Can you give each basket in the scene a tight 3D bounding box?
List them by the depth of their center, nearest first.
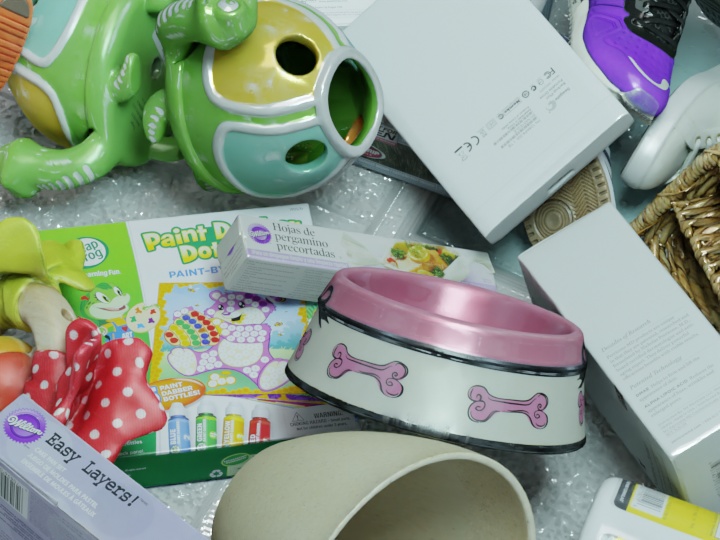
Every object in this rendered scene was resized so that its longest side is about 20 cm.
[{"bbox_3d":[0.288,0.000,1.646,0.148,0.143,0.200,-10,55,-14],"label":"basket"}]

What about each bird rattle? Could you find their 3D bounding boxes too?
[{"bbox_3d":[-0.213,0.064,1.550,0.112,0.163,0.200,7,43,-50],"label":"bird rattle"}]

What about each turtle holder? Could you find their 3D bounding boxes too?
[{"bbox_3d":[-0.064,-0.137,1.648,0.131,0.186,0.141,7,37,33],"label":"turtle holder"},{"bbox_3d":[-0.192,-0.136,1.718,0.131,0.141,0.186,12,91,22],"label":"turtle holder"}]

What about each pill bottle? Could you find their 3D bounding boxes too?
[{"bbox_3d":[0.229,0.214,1.498,0.199,0.112,0.112,20,54,9],"label":"pill bottle"}]

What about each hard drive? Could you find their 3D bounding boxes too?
[{"bbox_3d":[0.083,-0.133,1.685,0.132,0.027,0.200,-41,64,6],"label":"hard drive"}]

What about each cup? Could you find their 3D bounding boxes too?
[{"bbox_3d":[-0.011,0.178,1.468,0.200,0.201,0.143,-33,39,-27],"label":"cup"}]

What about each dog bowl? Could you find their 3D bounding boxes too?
[{"bbox_3d":[0.056,0.054,1.524,0.199,0.200,0.074,13,98,-2],"label":"dog bowl"}]

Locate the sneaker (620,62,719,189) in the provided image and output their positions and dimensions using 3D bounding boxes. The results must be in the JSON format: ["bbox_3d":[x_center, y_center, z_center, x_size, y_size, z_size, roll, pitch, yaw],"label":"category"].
[{"bbox_3d":[0.269,-0.101,1.748,0.085,0.073,0.200,40,45,16],"label":"sneaker"}]

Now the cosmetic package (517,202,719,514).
[{"bbox_3d":[0.194,0.064,1.585,0.081,0.113,0.200,-32,51,-6],"label":"cosmetic package"}]

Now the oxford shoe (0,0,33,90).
[{"bbox_3d":[-0.311,-0.134,1.672,0.200,0.071,0.073,-47,59,11],"label":"oxford shoe"}]

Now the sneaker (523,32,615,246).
[{"bbox_3d":[0.160,-0.085,1.739,0.070,0.108,0.201,-18,84,27],"label":"sneaker"}]

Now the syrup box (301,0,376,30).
[{"bbox_3d":[-0.033,-0.236,1.828,0.081,0.079,0.200,-3,54,-8],"label":"syrup box"}]

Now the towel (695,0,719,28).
[{"bbox_3d":[0.267,-0.230,1.735,0.034,0.193,0.200,-35,32,0],"label":"towel"}]

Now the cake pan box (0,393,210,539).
[{"bbox_3d":[-0.156,0.190,1.430,0.200,0.184,0.052,34,53,20],"label":"cake pan box"}]

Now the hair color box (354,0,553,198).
[{"bbox_3d":[0.069,-0.154,1.790,0.099,0.061,0.200,20,53,9],"label":"hair color box"}]

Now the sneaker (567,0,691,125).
[{"bbox_3d":[0.206,-0.190,1.724,0.069,0.100,0.200,35,26,-23],"label":"sneaker"}]

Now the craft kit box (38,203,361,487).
[{"bbox_3d":[-0.115,0.051,1.628,0.199,0.049,0.198,-7,52,-11],"label":"craft kit box"}]

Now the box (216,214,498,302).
[{"bbox_3d":[0.000,0.000,1.637,0.199,0.041,0.039,8,49,-26],"label":"box"}]
